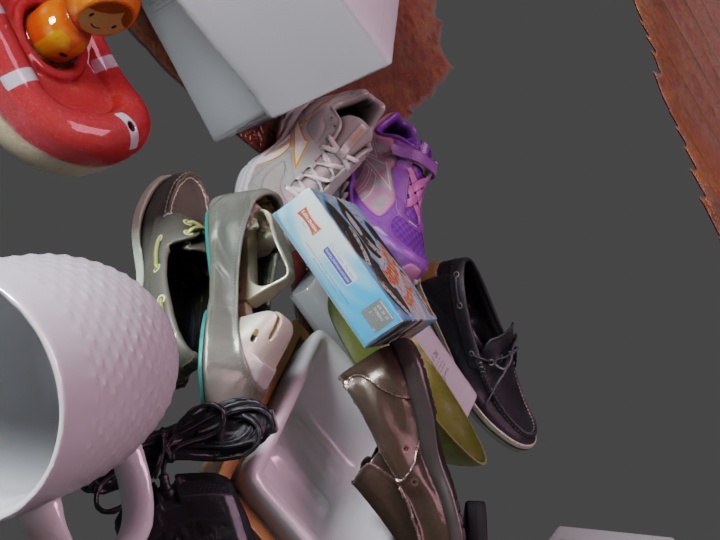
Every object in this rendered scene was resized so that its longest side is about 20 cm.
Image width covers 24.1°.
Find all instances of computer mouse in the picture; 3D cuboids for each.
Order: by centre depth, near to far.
[{"bbox_3d":[-0.102,0.192,1.113,0.053,0.138,0.200,104,-29,-80],"label":"computer mouse"}]

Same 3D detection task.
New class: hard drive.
[{"bbox_3d":[0.024,0.067,1.468,0.200,0.026,0.132,55,31,-14],"label":"hard drive"}]

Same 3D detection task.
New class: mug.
[{"bbox_3d":[-0.184,0.087,1.021,0.175,0.148,0.200,-15,85,-66],"label":"mug"}]

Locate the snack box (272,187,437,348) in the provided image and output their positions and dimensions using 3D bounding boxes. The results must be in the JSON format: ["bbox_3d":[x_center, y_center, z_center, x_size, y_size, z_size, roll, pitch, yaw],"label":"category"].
[{"bbox_3d":[0.000,0.000,1.263,0.116,0.037,0.200,55,7,6],"label":"snack box"}]

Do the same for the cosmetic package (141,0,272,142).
[{"bbox_3d":[-0.122,-0.219,1.422,0.200,0.071,0.101,62,29,-2],"label":"cosmetic package"}]

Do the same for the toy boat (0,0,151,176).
[{"bbox_3d":[-0.208,-0.170,1.192,0.130,0.131,0.200,-26,89,-60],"label":"toy boat"}]

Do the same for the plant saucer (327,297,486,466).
[{"bbox_3d":[0.031,0.081,1.353,0.200,0.031,0.200,53,7,-9],"label":"plant saucer"}]

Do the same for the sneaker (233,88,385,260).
[{"bbox_3d":[-0.038,-0.092,1.425,0.076,0.092,0.200,48,39,-25],"label":"sneaker"}]

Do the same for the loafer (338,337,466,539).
[{"bbox_3d":[0.029,0.152,1.225,0.073,0.071,0.200,102,-26,-84],"label":"loafer"}]

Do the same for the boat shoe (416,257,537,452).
[{"bbox_3d":[0.117,0.077,1.570,0.200,0.062,0.075,63,28,-3],"label":"boat shoe"}]

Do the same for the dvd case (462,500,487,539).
[{"bbox_3d":[0.083,0.285,1.277,0.200,0.018,0.143,92,-2,-52],"label":"dvd case"}]

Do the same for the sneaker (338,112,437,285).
[{"bbox_3d":[0.030,-0.071,1.480,0.080,0.088,0.200,40,21,-36],"label":"sneaker"}]

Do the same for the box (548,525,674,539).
[{"bbox_3d":[0.184,0.322,1.384,0.200,0.106,0.152,-34,123,-60],"label":"box"}]

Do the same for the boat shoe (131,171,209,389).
[{"bbox_3d":[-0.131,0.002,1.247,0.072,0.060,0.202,40,38,-35],"label":"boat shoe"}]

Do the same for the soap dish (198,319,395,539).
[{"bbox_3d":[-0.042,0.155,1.245,0.157,0.081,0.200,52,32,-18],"label":"soap dish"}]

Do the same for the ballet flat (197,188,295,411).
[{"bbox_3d":[-0.078,0.026,1.189,0.067,0.064,0.200,52,29,-52],"label":"ballet flat"}]

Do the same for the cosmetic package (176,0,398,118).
[{"bbox_3d":[-0.066,-0.269,1.339,0.200,0.123,0.199,51,30,-35],"label":"cosmetic package"}]
